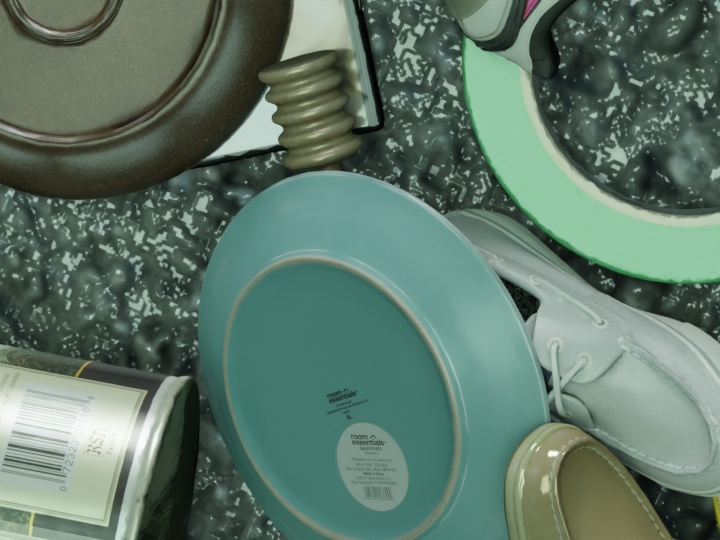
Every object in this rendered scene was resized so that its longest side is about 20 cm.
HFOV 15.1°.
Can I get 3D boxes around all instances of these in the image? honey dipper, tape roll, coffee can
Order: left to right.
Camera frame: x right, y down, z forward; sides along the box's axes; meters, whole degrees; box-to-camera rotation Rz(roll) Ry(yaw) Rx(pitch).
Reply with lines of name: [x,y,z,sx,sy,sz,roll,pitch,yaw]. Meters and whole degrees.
coffee can: [-0.185,0.101,1.214,0.200,0.146,0.147,11,96,5]
honey dipper: [0.000,0.000,1.230,0.038,0.038,0.200,-16,101,8]
tape roll: [0.146,-0.095,1.210,0.200,0.048,0.201,1,94,7]

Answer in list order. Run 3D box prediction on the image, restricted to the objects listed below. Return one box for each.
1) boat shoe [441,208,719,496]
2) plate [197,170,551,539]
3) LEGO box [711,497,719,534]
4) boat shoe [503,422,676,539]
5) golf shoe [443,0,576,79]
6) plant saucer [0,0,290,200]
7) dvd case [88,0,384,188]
boat shoe: [0.087,0.034,1.172,0.200,0.068,0.072,43,123,31]
plate: [-0.003,0.055,1.195,0.200,0.026,0.200,16,115,36]
LEGO box: [0.237,0.125,1.202,0.149,0.077,0.200,-13,93,7]
boat shoe: [0.129,0.149,1.140,0.072,0.065,0.200,-38,109,-34]
golf shoe: [0.116,-0.170,1.152,0.092,0.073,0.200,45,108,-5]
plant saucer: [-0.132,-0.131,1.230,0.200,0.032,0.200,1,95,7]
dvd case: [-0.077,-0.148,1.246,0.143,0.018,0.200,-11,93,8]
